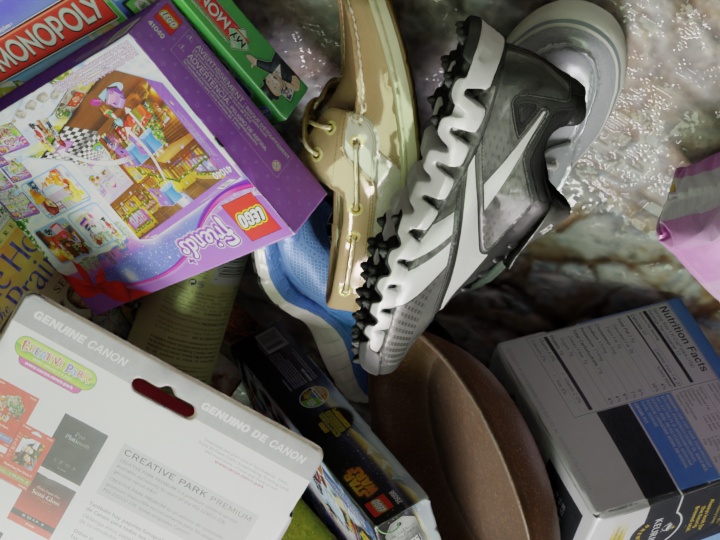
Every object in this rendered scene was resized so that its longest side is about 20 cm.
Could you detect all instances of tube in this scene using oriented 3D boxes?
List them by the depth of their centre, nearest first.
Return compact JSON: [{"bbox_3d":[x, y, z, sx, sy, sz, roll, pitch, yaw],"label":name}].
[{"bbox_3d":[-0.115,0.043,1.120,0.058,0.052,0.201,22,105,13],"label":"tube"}]

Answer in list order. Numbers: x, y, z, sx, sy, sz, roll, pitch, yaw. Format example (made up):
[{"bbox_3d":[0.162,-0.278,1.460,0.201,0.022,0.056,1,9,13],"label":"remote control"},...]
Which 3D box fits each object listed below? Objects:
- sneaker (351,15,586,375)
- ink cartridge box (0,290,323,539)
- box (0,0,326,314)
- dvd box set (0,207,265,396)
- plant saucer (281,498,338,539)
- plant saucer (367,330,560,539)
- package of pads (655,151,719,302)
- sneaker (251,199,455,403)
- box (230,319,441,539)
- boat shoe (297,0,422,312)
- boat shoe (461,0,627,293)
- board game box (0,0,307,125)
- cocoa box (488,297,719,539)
[{"bbox_3d":[0.058,-0.025,0.936,0.090,0.067,0.201,18,112,-8],"label":"sneaker"},{"bbox_3d":[-0.142,0.117,1.071,0.200,0.084,0.176,30,105,-8],"label":"ink cartridge box"},{"bbox_3d":[-0.129,-0.057,1.012,0.200,0.039,0.137,-19,116,47],"label":"box"},{"bbox_3d":[-0.169,0.037,1.144,0.200,0.147,0.029,42,166,-24],"label":"dvd box set"},{"bbox_3d":[-0.042,0.218,1.184,0.200,0.048,0.200,44,157,41],"label":"plant saucer"},{"bbox_3d":[0.064,0.121,1.056,0.037,0.201,0.201,-19,142,-20],"label":"plant saucer"},{"bbox_3d":[0.267,0.004,1.000,0.120,0.076,0.200,-23,124,40],"label":"package of pads"},{"bbox_3d":[0.000,0.000,1.101,0.089,0.079,0.200,-14,138,22],"label":"sneaker"},{"bbox_3d":[-0.008,0.137,1.124,0.040,0.200,0.137,-28,129,-13],"label":"box"},{"bbox_3d":[-0.001,-0.064,0.989,0.066,0.074,0.201,-8,113,-2],"label":"boat shoe"},{"bbox_3d":[0.088,-0.058,0.999,0.070,0.072,0.201,22,138,-4],"label":"boat shoe"},{"bbox_3d":[-0.139,-0.115,1.017,0.200,0.029,0.135,-18,123,47],"label":"board game box"},{"bbox_3d":[0.146,0.137,1.109,0.131,0.134,0.200,-13,143,-21],"label":"cocoa box"}]
